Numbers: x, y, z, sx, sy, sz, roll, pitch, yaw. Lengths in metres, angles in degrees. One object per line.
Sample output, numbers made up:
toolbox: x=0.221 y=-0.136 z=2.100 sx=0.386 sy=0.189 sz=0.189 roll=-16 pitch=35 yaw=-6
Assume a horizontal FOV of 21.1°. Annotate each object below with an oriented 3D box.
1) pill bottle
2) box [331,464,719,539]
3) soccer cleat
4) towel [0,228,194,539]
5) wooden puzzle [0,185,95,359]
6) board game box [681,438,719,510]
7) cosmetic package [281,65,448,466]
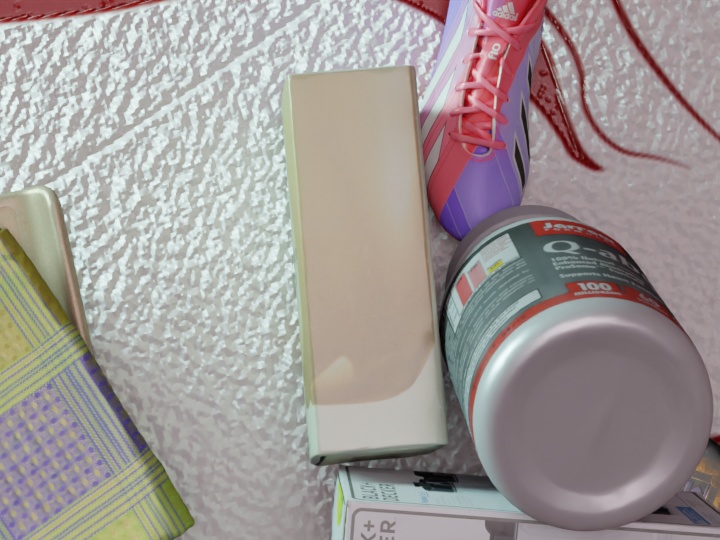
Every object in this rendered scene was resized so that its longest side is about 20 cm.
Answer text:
pill bottle: x=0.100 y=0.040 z=0.982 sx=0.115 sy=0.200 sz=0.117 roll=-2 pitch=109 yaw=-5
box: x=0.084 y=0.144 z=0.986 sx=0.198 sy=0.117 sz=0.061 roll=4 pitch=93 yaw=-1
soccer cleat: x=0.073 y=-0.117 z=1.075 sx=0.066 sy=0.076 sz=0.202 roll=10 pitch=81 yaw=-2
towel: x=-0.194 y=0.089 z=1.010 sx=0.143 sy=0.023 sz=0.201 roll=-35 pitch=84 yaw=-4
wooden puzzle: x=-0.239 y=0.065 z=1.048 sx=0.198 sy=0.046 sz=0.187 roll=-14 pitch=82 yaw=-1
board game box: x=0.132 y=0.171 z=1.061 sx=0.135 sy=0.028 sz=0.201 roll=37 pitch=82 yaw=2
cosmetic package: x=0.000 y=0.000 z=1.041 sx=0.070 sy=0.105 sz=0.202 roll=-4 pitch=81 yaw=-4
